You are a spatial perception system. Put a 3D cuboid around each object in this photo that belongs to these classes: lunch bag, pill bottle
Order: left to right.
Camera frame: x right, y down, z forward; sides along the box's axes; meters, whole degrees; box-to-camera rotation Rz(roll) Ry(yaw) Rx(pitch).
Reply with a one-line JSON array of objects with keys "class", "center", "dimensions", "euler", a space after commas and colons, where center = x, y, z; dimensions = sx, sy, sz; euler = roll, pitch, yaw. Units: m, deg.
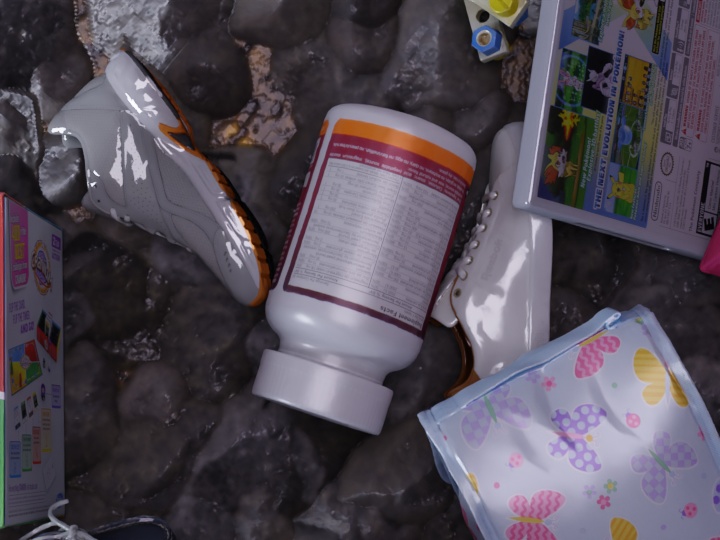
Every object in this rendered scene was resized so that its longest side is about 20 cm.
[{"class": "pill bottle", "center": [0.000, 0.000, 1.008], "dimensions": [0.109, 0.110, 0.202], "euler": [17, 83, 1]}, {"class": "lunch bag", "center": [0.149, 0.138, 0.977], "dimensions": [0.169, 0.127, 0.201], "euler": [-29, 106, -4]}]

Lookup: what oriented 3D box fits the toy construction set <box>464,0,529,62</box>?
[{"class": "toy construction set", "center": [0.071, -0.258, 1.056], "dimensions": [0.131, 0.092, 0.200], "euler": [-44, 81, 15]}]

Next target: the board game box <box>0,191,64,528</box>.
[{"class": "board game box", "center": [-0.228, 0.062, 0.973], "dimensions": [0.040, 0.153, 0.202], "euler": [-2, 83, 2]}]

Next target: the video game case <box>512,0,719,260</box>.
[{"class": "video game case", "center": [0.192, -0.121, 1.030], "dimensions": [0.181, 0.022, 0.202], "euler": [13, 82, -31]}]

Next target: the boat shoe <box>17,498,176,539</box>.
[{"class": "boat shoe", "center": [-0.188, 0.188, 0.919], "dimensions": [0.075, 0.199, 0.062], "euler": [22, 118, 39]}]

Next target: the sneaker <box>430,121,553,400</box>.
[{"class": "sneaker", "center": [0.085, -0.003, 1.028], "dimensions": [0.084, 0.073, 0.202], "euler": [1, 85, -4]}]

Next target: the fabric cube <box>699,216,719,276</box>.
[{"class": "fabric cube", "center": [0.363, -0.070, 0.968], "dimensions": [0.198, 0.199, 0.198], "euler": [24, 76, 0]}]

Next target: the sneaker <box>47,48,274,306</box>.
[{"class": "sneaker", "center": [-0.137, -0.048, 1.036], "dimensions": [0.092, 0.076, 0.201], "euler": [-36, 78, 2]}]
